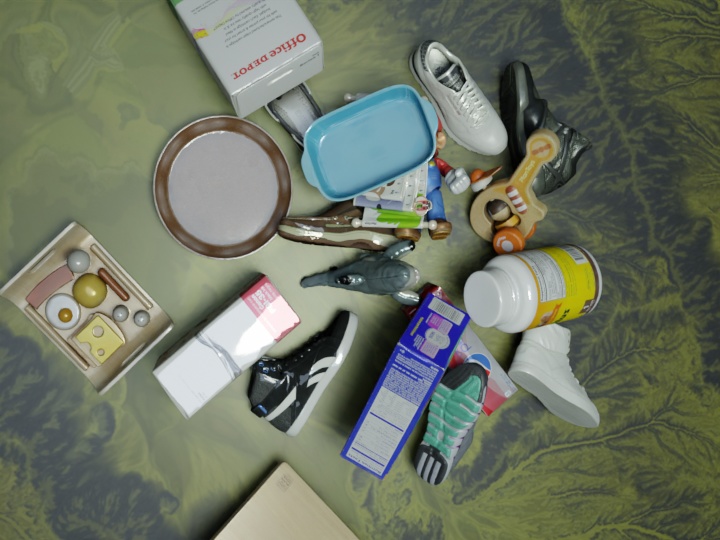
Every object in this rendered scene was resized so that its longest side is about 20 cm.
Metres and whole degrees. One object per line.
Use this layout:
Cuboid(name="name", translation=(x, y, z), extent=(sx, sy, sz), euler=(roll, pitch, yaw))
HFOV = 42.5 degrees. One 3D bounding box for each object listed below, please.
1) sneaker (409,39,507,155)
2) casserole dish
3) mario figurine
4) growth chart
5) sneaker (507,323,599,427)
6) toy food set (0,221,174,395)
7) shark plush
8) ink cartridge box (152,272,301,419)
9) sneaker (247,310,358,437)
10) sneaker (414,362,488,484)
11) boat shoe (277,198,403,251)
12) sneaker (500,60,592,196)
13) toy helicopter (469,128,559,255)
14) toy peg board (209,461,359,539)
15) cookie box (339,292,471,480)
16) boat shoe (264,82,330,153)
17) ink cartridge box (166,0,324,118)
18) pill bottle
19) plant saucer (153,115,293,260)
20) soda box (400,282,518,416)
Cuboid(name="sneaker", translation=(0.148, -0.249, 1.355), extent=(0.076, 0.080, 0.200), euler=(-44, 100, -7))
Cuboid(name="casserole dish", translation=(0.015, -0.171, 1.265), extent=(0.197, 0.039, 0.123), euler=(-22, 81, 11))
Cuboid(name="mario figurine", translation=(0.079, -0.148, 1.313), extent=(0.121, 0.106, 0.204), euler=(2, 77, -27))
Cuboid(name="growth chart", translation=(0.035, -0.153, 1.293), extent=(0.142, 0.018, 0.204), euler=(-3, 85, 18))
Cuboid(name="sneaker", translation=(0.309, 0.150, 1.404), extent=(0.199, 0.073, 0.117), euler=(40, 58, -32))
Cuboid(name="toy food set", translation=(-0.377, 0.054, 1.283), extent=(0.143, 0.060, 0.200), euler=(-43, 98, -6))
Cuboid(name="shark plush", translation=(0.000, 0.000, 1.303), extent=(0.197, 0.083, 0.093), euler=(10, 105, 31))
Cuboid(name="ink cartridge box", translation=(-0.185, 0.099, 1.276), extent=(0.199, 0.146, 0.083), euler=(-40, 97, -6))
Cuboid(name="sneaker", translation=(-0.093, 0.129, 1.331), extent=(0.111, 0.073, 0.202), euler=(30, 89, -12))
Cuboid(name="sneaker", translation=(0.142, 0.213, 1.353), extent=(0.074, 0.087, 0.202), euler=(34, 115, 25))
Cuboid(name="boat shoe", translation=(-0.022, -0.071, 1.339), extent=(0.199, 0.074, 0.076), euler=(6, 88, -23))
Cuboid(name="sneaker", translation=(0.276, -0.218, 1.383), extent=(0.112, 0.076, 0.203), euler=(-17, 99, -11))
Cuboid(name="toy helicopter", translation=(0.219, -0.126, 1.338), extent=(0.131, 0.079, 0.201), euler=(34, 130, 8))
Cuboid(name="toy peg board", translation=(-0.124, 0.418, 1.343), extent=(0.200, 0.098, 0.199), euler=(48, 69, -10))
Cuboid(name="cookie box", translation=(0.064, 0.158, 1.274), extent=(0.074, 0.171, 0.202), euler=(29, 118, 7))
Cuboid(name="boat shoe", translation=(-0.108, -0.248, 1.317), extent=(0.073, 0.060, 0.202), euler=(-34, 98, -6))
Cuboid(name="ink cartridge box", translation=(-0.158, -0.333, 1.263), extent=(0.144, 0.084, 0.202), euler=(-31, 77, -7))
Cuboid(name="pill bottle", translation=(0.244, 0.027, 1.320), extent=(0.197, 0.109, 0.111), euler=(-9, 95, -35))
Cuboid(name="plant saucer", translation=(-0.196, -0.117, 1.322), extent=(0.196, 0.034, 0.204), euler=(-1, 93, -11))
Cuboid(name="soda box", translation=(0.145, 0.116, 1.375), extent=(0.063, 0.070, 0.201), euler=(-39, 99, -3))
